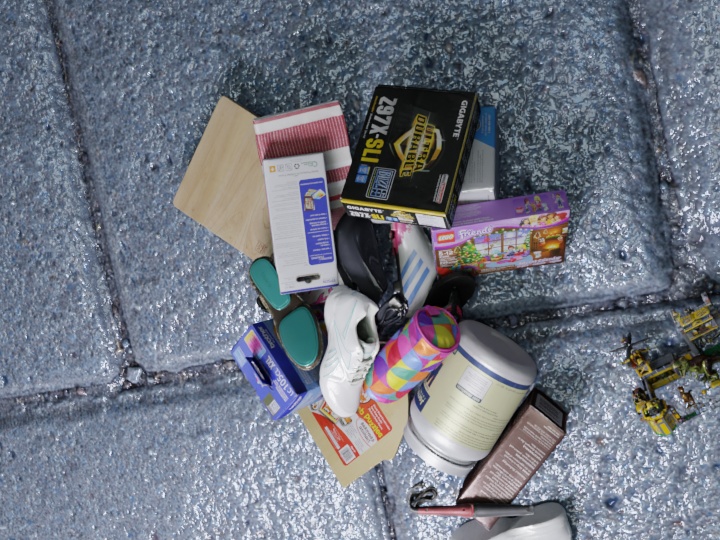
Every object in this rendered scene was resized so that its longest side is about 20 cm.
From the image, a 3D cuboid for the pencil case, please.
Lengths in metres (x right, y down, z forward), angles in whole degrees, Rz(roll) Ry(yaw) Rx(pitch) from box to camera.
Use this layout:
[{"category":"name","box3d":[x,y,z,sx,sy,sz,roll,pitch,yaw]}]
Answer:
[{"category":"pencil case","box3d":[0.070,0.129,1.259,0.089,0.088,0.200,49,136,5]}]

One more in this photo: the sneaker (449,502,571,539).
[{"category":"sneaker","box3d":[0.242,0.441,1.325,0.196,0.075,0.090,-17,104,17]}]

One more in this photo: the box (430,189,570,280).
[{"category":"box","box3d":[0.202,-0.048,1.214,0.195,0.138,0.040,-9,57,5]}]

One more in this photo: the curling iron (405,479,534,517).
[{"category":"curling iron","box3d":[0.163,0.353,1.250,0.195,0.026,0.051,4,102,14]}]

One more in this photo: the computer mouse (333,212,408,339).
[{"category":"computer mouse","box3d":[0.000,0.000,1.263,0.139,0.052,0.204,-45,59,58]}]

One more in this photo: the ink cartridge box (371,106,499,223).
[{"category":"ink cartridge box","box3d":[0.107,-0.156,1.237,0.195,0.084,0.148,-2,63,14]}]

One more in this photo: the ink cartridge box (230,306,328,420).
[{"category":"ink cartridge box","box3d":[-0.110,0.145,1.302,0.137,0.198,0.077,53,125,16]}]

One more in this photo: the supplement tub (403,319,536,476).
[{"category":"supplement tub","box3d":[0.164,0.196,1.271,0.143,0.145,0.203,32,105,10]}]

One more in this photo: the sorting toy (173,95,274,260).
[{"category":"sorting toy","box3d":[-0.179,-0.148,1.368,0.197,0.069,0.203,32,106,10]}]

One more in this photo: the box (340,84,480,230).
[{"category":"box","box3d":[0.073,-0.164,1.175,0.156,0.050,0.204,9,67,21]}]

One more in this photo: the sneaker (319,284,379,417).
[{"category":"sneaker","box3d":[-0.014,0.129,1.240,0.079,0.070,0.205,15,110,43]}]

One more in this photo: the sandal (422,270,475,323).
[{"category":"sandal","box3d":[0.121,0.079,1.287,0.201,0.074,0.046,-57,37,34]}]

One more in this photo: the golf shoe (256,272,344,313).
[{"category":"golf shoe","box3d":[-0.078,0.024,1.350,0.197,0.092,0.074,-26,87,16]}]

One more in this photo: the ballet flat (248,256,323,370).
[{"category":"ballet flat","box3d":[-0.106,0.067,1.271,0.067,0.075,0.202,-34,68,2]}]

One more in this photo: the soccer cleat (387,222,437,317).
[{"category":"soccer cleat","box3d":[0.089,-0.028,1.313,0.084,0.070,0.205,-5,96,-3]}]

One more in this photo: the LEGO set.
[{"category":"LEGO set","box3d":[0.454,0.125,1.169,0.198,0.155,0.116,-28,117,29]}]

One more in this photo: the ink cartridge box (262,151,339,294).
[{"category":"ink cartridge box","box3d":[-0.090,-0.072,1.253,0.092,0.037,0.205,-8,92,-10]}]

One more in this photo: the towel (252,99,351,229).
[{"category":"towel","box3d":[-0.080,-0.152,1.287,0.141,0.023,0.204,-14,115,-7]}]

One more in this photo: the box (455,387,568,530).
[{"category":"box","box3d":[0.236,0.292,1.287,0.074,0.100,0.202,38,107,8]}]

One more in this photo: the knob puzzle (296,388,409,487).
[{"category":"knob puzzle","box3d":[0.002,0.227,1.379,0.215,0.030,0.225,-2,84,21]}]
